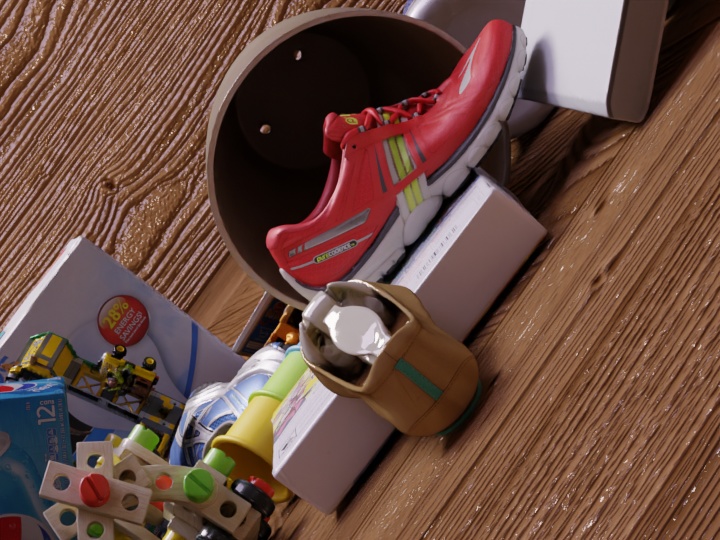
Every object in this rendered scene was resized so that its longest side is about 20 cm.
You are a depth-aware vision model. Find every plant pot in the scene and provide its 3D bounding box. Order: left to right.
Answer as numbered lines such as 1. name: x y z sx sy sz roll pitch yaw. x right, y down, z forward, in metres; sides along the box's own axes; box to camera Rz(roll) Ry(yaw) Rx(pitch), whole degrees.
1. plant pot: -0.018 -0.087 1.760 0.188 0.187 0.200 -52 18 5

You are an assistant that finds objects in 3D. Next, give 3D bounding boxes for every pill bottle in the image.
1. pill bottle: 0.082 -0.157 1.906 0.116 0.115 0.200 -52 6 10

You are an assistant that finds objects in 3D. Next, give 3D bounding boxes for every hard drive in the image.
1. hard drive: 0.131 -0.156 1.575 0.200 0.026 0.133 -150 70 -77

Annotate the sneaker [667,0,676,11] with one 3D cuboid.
1. sneaker: 0.191 -0.206 1.648 0.088 0.076 0.200 -38 3 -17

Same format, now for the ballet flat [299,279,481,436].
1. ballet flat: 0.004 0.032 1.439 0.069 0.063 0.200 -55 22 -5

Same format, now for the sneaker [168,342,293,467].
1. sneaker: -0.088 0.116 1.846 0.077 0.076 0.200 -57 4 -34

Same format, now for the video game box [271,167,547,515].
1. video game box: 0.023 0.034 1.598 0.200 0.047 0.182 -52 8 5

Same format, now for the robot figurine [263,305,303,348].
1. robot figurine: 0.000 0.000 1.879 0.200 0.058 0.145 -57 -1 -39

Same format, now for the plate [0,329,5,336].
1. plate: -0.192 0.112 2.104 0.201 0.200 0.026 -54 14 -7

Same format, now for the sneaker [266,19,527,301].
1. sneaker: 0.021 -0.071 1.611 0.200 0.085 0.077 -52 7 -3

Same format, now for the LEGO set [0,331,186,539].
1. LEGO set: -0.198 0.152 1.850 0.200 0.153 0.116 -59 3 39

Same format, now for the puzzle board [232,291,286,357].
1. puzzle board: -0.027 -0.003 1.986 0.151 0.017 0.200 -58 -14 4

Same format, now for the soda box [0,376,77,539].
1. soda box: -0.207 0.172 1.758 0.068 0.064 0.202 -140 44 -81

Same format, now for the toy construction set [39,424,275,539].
1. toy construction set: -0.121 0.136 1.667 0.092 0.131 0.200 -57 -7 -3

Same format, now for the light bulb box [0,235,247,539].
1. light bulb box: -0.183 0.111 2.021 0.199 0.200 0.125 -54 6 -6

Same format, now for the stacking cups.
1. stacking cups: -0.019 0.049 1.754 0.201 0.060 0.060 -57 7 -27
